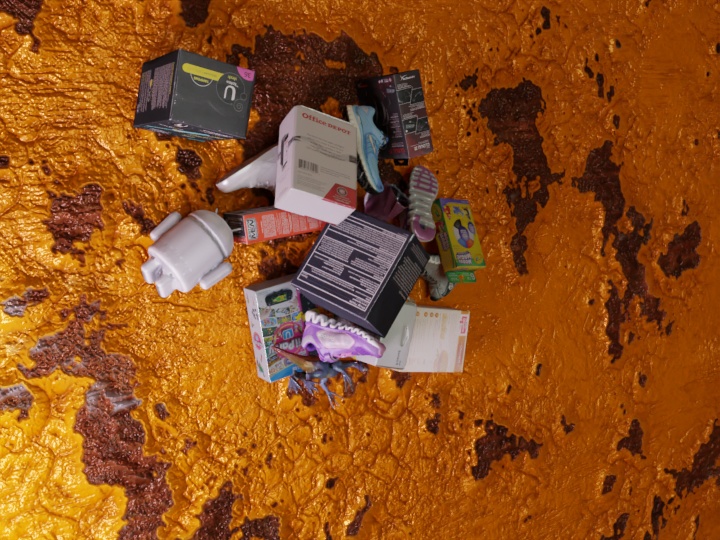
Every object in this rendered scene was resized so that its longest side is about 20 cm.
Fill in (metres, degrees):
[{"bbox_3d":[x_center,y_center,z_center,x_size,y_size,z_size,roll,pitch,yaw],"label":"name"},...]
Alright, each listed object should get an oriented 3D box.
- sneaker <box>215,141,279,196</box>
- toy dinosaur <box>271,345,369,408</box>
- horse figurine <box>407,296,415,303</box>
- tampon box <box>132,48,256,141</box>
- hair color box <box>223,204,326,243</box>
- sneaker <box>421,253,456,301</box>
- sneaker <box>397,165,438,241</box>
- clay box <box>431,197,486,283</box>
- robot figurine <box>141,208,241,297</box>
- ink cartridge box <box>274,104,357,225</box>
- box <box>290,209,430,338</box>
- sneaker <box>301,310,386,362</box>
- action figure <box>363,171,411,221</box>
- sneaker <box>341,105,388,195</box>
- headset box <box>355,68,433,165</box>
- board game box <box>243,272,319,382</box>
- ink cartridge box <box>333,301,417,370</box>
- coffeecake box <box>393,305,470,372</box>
[{"bbox_3d":[-0.192,-0.182,1.610,0.200,0.074,0.116,-35,111,-28],"label":"sneaker"},{"bbox_3d":[-0.064,0.203,1.666,0.181,0.105,0.201,-34,103,-48],"label":"toy dinosaur"},{"bbox_3d":[0.066,0.030,1.762,0.050,0.200,0.133,-35,87,-16],"label":"horse figurine"},{"bbox_3d":[-0.308,-0.315,1.438,0.149,0.200,0.127,8,91,-35],"label":"tampon box"},{"bbox_3d":[-0.171,-0.103,1.618,0.199,0.101,0.062,-12,102,-32],"label":"hair color box"},{"bbox_3d":[0.166,0.017,1.880,0.199,0.075,0.116,1,97,-35],"label":"sneaker"},{"bbox_3d":[0.125,-0.149,1.825,0.080,0.088,0.201,19,63,-25],"label":"sneaker"},{"bbox_3d":[0.234,-0.071,1.876,0.115,0.048,0.201,-2,72,-45],"label":"clay box"},{"bbox_3d":[-0.326,-0.038,1.510,0.170,0.113,0.200,43,68,7],"label":"robot figurine"},{"bbox_3d":[-0.088,-0.210,1.571,0.146,0.083,0.201,15,60,-26],"label":"ink cartridge box"},{"bbox_3d":[0.000,0.000,1.596,0.199,0.199,0.123,-59,149,-11],"label":"box"},{"bbox_3d":[-0.041,0.153,1.608,0.080,0.199,0.089,43,67,-56],"label":"sneaker"},{"bbox_3d":[0.017,-0.109,1.745,0.149,0.134,0.200,45,96,4],"label":"action figure"},{"bbox_3d":[0.025,-0.263,1.683,0.089,0.078,0.201,-13,91,-14],"label":"sneaker"},{"bbox_3d":[0.076,-0.331,1.731,0.077,0.149,0.201,-20,107,-31],"label":"headset box"},{"bbox_3d":[-0.159,0.119,1.675,0.147,0.064,0.201,-16,106,-32],"label":"board game box"},{"bbox_3d":[0.023,0.125,1.716,0.087,0.200,0.146,11,90,-35],"label":"ink cartridge box"},{"bbox_3d":[0.160,0.164,1.892,0.199,0.073,0.154,6,92,-35],"label":"coffeecake box"}]
